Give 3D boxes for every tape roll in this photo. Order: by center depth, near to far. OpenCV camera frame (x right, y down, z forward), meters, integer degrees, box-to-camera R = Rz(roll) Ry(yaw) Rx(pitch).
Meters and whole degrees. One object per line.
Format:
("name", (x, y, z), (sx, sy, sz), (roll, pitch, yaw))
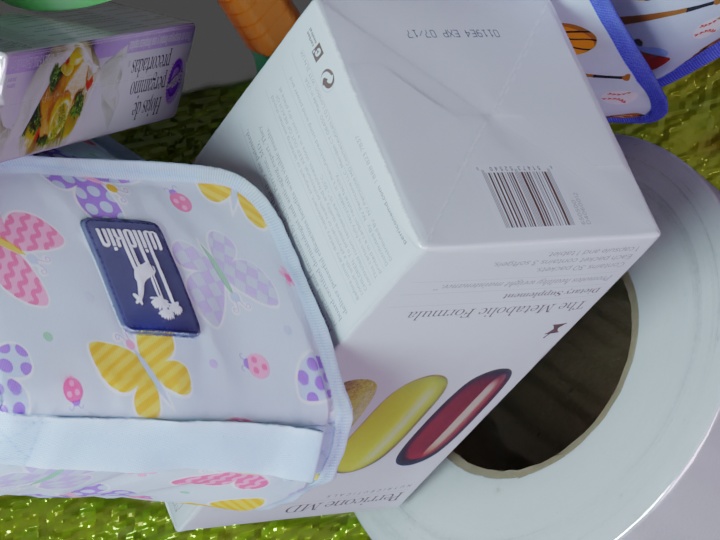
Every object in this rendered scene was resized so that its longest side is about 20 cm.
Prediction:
("tape roll", (0.108, 0.061, 1.229), (0.139, 0.203, 0.203), (34, 89, -45))

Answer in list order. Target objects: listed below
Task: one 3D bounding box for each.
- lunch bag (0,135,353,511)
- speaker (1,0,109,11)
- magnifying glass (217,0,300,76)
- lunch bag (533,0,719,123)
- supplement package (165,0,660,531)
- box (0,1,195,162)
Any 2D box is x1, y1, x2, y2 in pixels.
("lunch bag", (-0.116, 0.016, 1.022), (0.169, 0.200, 0.127), (5, 109, -40))
("speaker", (-0.117, -0.192, 0.995), (0.088, 0.088, 0.200), (-31, 128, -24))
("magnifying glass", (-0.024, -0.080, 1.174), (0.080, 0.022, 0.200), (-45, 132, -12))
("lunch bag", (0.093, -0.144, 1.144), (0.200, 0.124, 0.170), (-29, 149, 9))
("supplement package", (0.000, 0.000, 1.106), (0.113, 0.110, 0.200), (-3, 149, -35))
("box", (-0.108, -0.067, 1.020), (0.200, 0.041, 0.039), (-30, 134, -74))
